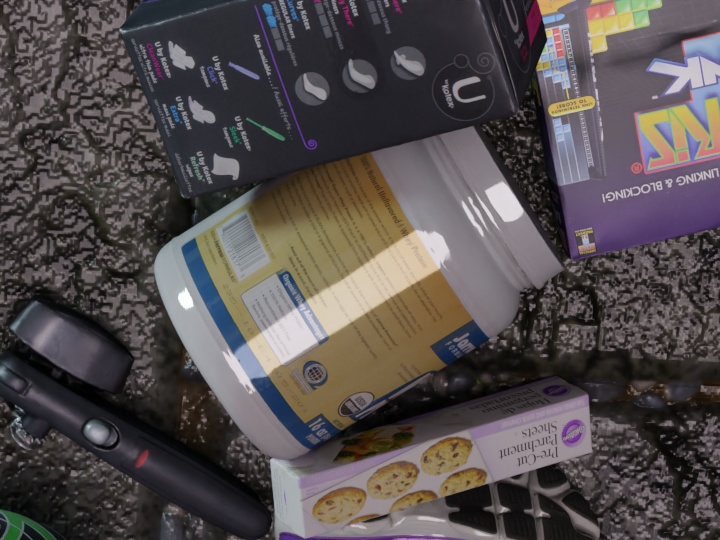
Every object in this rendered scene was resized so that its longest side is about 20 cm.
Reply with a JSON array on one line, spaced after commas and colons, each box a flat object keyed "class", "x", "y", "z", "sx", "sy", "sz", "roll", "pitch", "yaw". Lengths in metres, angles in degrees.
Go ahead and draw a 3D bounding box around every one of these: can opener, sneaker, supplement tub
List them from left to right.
[{"class": "can opener", "x": -0.134, "y": 0.100, "z": 1.680, "sx": 0.200, "sy": 0.063, "sz": 0.079, "roll": 38, "pitch": 101, "yaw": -16}, {"class": "supplement tub", "x": 0.000, "y": 0.000, "z": 1.616, "sx": 0.200, "sy": 0.145, "sz": 0.145, "roll": -32, "pitch": 109, "yaw": 6}, {"class": "sneaker", "x": 0.045, "y": 0.156, "z": 1.724, "sx": 0.199, "sy": 0.081, "sz": 0.084, "roll": 5, "pitch": 132, "yaw": -7}]

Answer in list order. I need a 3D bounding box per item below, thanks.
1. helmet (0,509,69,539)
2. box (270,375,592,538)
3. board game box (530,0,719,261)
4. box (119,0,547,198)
[{"class": "helmet", "x": -0.224, "y": 0.230, "z": 1.642, "sx": 0.199, "sy": 0.191, "sz": 0.201, "roll": 7, "pitch": 113, "yaw": 18}, {"class": "box", "x": 0.043, "y": 0.108, "z": 1.675, "sx": 0.199, "sy": 0.039, "sz": 0.042, "roll": -14, "pitch": 112, "yaw": -26}, {"class": "board game box", "x": 0.198, "y": -0.109, "z": 1.646, "sx": 0.199, "sy": 0.057, "sz": 0.166, "roll": -13, "pitch": 108, "yaw": -1}, {"class": "box", "x": -0.011, "y": -0.128, "z": 1.559, "sx": 0.199, "sy": 0.122, "sz": 0.106, "roll": -14, "pitch": 111, "yaw": 18}]
